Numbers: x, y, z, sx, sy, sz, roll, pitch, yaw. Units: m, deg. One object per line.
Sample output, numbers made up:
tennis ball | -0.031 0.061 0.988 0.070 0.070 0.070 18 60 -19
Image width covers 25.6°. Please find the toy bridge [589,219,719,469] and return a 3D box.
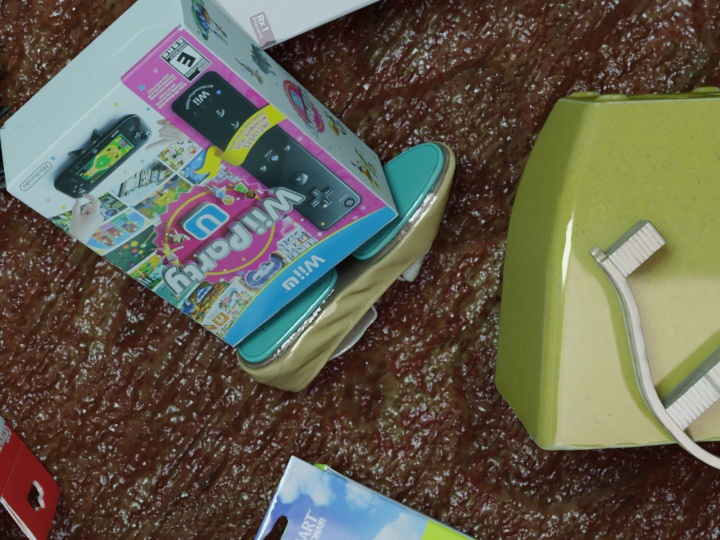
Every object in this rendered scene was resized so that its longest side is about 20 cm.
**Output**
toy bridge | 0.194 0.064 0.892 0.067 0.027 0.200 -41 94 0

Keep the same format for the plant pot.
plant pot | 0.188 -0.012 0.992 0.193 0.194 0.202 -3 98 -3

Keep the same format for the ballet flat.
ballet flat | 0.000 0.000 1.049 0.200 0.069 0.063 -45 130 9

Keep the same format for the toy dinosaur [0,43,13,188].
toy dinosaur | -0.272 -0.106 0.994 0.135 0.102 0.201 33 114 13

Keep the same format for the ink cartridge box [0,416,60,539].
ink cartridge box | -0.284 0.104 1.015 0.067 0.116 0.201 -38 102 4

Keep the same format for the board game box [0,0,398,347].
board game box | -0.095 -0.061 0.965 0.147 0.065 0.200 -38 131 17

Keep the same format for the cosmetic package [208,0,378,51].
cosmetic package | -0.039 -0.205 0.978 0.198 0.090 0.108 -24 106 5

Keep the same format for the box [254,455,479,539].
box | 0.014 0.219 1.082 0.199 0.048 0.123 26 82 -9
